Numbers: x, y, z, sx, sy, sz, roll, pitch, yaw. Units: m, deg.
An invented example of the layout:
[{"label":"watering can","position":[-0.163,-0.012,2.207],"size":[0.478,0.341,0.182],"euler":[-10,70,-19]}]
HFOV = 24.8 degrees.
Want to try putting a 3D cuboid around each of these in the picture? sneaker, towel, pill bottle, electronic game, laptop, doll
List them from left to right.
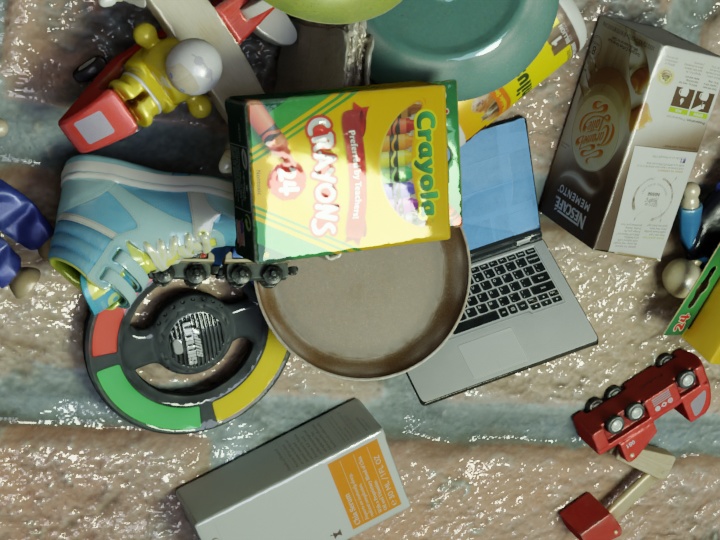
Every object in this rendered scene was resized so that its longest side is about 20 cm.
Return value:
[{"label":"doll","position":[-0.333,-0.068,1.346],"size":[0.200,0.048,0.137],"euler":[42,81,-31]},{"label":"sneaker","position":[-0.165,-0.014,1.359],"size":[0.199,0.131,0.080],"euler":[10,155,6]},{"label":"electronic game","position":[-0.153,0.057,1.483],"size":[0.200,0.042,0.200],"euler":[-9,116,-20]},{"label":"towel","position":[-0.038,-0.117,1.384],"size":[0.034,0.132,0.201],"euler":[5,99,-29]},{"label":"pill bottle","position":[0.094,-0.183,1.445],"size":[0.200,0.109,0.109],"euler":[-39,121,-3]},{"label":"laptop","position":[0.106,-0.010,1.526],"size":[0.187,0.200,0.116],"euler":[-18,151,-14]},{"label":"doll","position":[0.371,-0.059,1.646],"size":[0.136,0.048,0.200],"euler":[25,107,-40]}]

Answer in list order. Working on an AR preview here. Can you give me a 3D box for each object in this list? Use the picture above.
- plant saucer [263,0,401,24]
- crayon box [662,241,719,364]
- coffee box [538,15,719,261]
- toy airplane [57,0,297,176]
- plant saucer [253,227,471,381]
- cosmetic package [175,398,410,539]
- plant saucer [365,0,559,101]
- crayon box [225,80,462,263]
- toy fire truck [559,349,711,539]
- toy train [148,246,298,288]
[{"label":"plant saucer","position":[-0.029,-0.297,1.320],"size":[0.200,0.031,0.201],"euler":[7,72,-21]},{"label":"crayon box","position":[0.413,0.034,1.671],"size":[0.200,0.051,0.127],"euler":[4,123,-40]},{"label":"coffee box","position":[0.254,-0.124,1.537],"size":[0.080,0.114,0.200],"euler":[7,108,-26]},{"label":"toy airplane","position":[-0.131,-0.177,1.325],"size":[0.200,0.141,0.200],"euler":[9,102,-18]},{"label":"plant saucer","position":[0.000,0.000,1.479],"size":[0.200,0.032,0.201],"euler":[1,85,-12]},{"label":"cosmetic package","position":[-0.064,0.219,1.575],"size":[0.200,0.071,0.102],"euler":[-27,120,-10]},{"label":"plant saucer","position":[0.070,-0.243,1.382],"size":[0.199,0.036,0.201],"euler":[0,81,2]},{"label":"crayon box","position":[-0.001,-0.082,1.298],"size":[0.200,0.051,0.127],"euler":[-9,103,-22]},{"label":"toy fire truck","position":[0.291,0.188,1.728],"size":[0.200,0.049,0.141],"euler":[-31,121,-9]},{"label":"toy train","position":[-0.153,-0.010,1.419],"size":[0.199,0.034,0.046],"euler":[1,80,-11]}]
